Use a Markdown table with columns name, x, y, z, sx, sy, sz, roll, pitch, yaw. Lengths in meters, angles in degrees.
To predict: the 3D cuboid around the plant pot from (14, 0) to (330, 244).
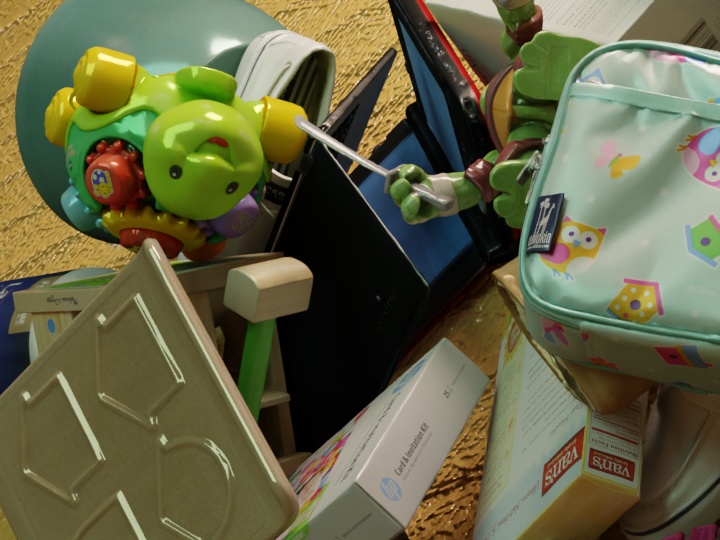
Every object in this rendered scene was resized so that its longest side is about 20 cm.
| name | x | y | z | sx | sy | sz | roll | pitch | yaw |
| --- | --- | --- | --- | --- | --- | --- | --- | --- | --- |
| plant pot | -0.116 | -0.104 | 1.533 | 0.161 | 0.201 | 0.201 | 17 | 71 | 55 |

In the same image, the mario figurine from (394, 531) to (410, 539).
| name | x | y | z | sx | sy | sz | roll | pitch | yaw |
| --- | --- | --- | --- | --- | --- | --- | --- | --- | --- |
| mario figurine | 0.009 | 0.201 | 1.154 | 0.200 | 0.106 | 0.124 | -122 | 38 | -64 |

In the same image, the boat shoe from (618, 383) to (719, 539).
| name | x | y | z | sx | sy | sz | roll | pitch | yaw |
| --- | --- | --- | --- | --- | --- | --- | --- | --- | --- |
| boat shoe | 0.182 | 0.048 | 1.140 | 0.200 | 0.070 | 0.071 | -56 | 33 | -11 |

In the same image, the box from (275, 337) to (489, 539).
| name | x | y | z | sx | sy | sz | roll | pitch | yaw |
| --- | --- | --- | --- | --- | --- | --- | --- | --- | --- |
| box | -0.025 | 0.141 | 1.233 | 0.200 | 0.041 | 0.156 | -42 | 7 | 34 |

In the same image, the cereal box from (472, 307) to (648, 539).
| name | x | y | z | sx | sy | sz | roll | pitch | yaw |
| --- | --- | --- | --- | --- | --- | --- | --- | --- | --- |
| cereal box | 0.111 | 0.065 | 1.186 | 0.144 | 0.040 | 0.200 | 125 | 160 | -51 |

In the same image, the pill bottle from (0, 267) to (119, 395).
| name | x | y | z | sx | sy | sz | roll | pitch | yaw |
| --- | --- | --- | --- | --- | --- | --- | --- | --- | --- |
| pill bottle | -0.208 | 0.058 | 1.560 | 0.200 | 0.116 | 0.116 | -9 | 50 | 46 |

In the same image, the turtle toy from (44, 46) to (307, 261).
| name | x | y | z | sx | sy | sz | roll | pitch | yaw |
| --- | --- | --- | --- | --- | --- | --- | --- | --- | --- |
| turtle toy | -0.110 | -0.063 | 1.306 | 0.200 | 0.146 | 0.101 | 146 | 137 | -66 |

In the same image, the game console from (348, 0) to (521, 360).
| name | x | y | z | sx | sy | sz | roll | pitch | yaw |
| --- | --- | --- | --- | --- | --- | --- | --- | --- | --- |
| game console | 0.018 | -0.066 | 1.419 | 0.119 | 0.172 | 0.200 | -20 | 35 | -4 |

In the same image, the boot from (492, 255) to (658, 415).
| name | x | y | z | sx | sy | sz | roll | pitch | yaw |
| --- | --- | --- | --- | --- | --- | --- | --- | --- | --- |
| boot | 0.193 | 0.014 | 1.083 | 0.200 | 0.066 | 0.175 | -32 | 52 | -8 |

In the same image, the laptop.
| name | x | y | z | sx | sy | sz | roll | pitch | yaw |
| --- | --- | --- | --- | --- | --- | --- | --- | --- | --- |
| laptop | 0.000 | 0.000 | 1.375 | 0.200 | 0.116 | 0.187 | -53 | -10 | -51 |

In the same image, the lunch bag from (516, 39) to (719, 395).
| name | x | y | z | sx | sy | sz | roll | pitch | yaw |
| --- | --- | --- | --- | --- | --- | --- | --- | --- | --- |
| lunch bag | 0.173 | -0.026 | 1.026 | 0.200 | 0.077 | 0.160 | 11 | 71 | 17 |

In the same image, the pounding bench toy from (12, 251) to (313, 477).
| name | x | y | z | sx | sy | sz | roll | pitch | yaw |
| --- | --- | --- | --- | --- | --- | --- | --- | --- | --- |
| pounding bench toy | -0.097 | 0.076 | 1.329 | 0.200 | 0.124 | 0.156 | -4 | 96 | 53 |

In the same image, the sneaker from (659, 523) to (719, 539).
| name | x | y | z | sx | sy | sz | roll | pitch | yaw |
| --- | --- | --- | --- | --- | --- | --- | --- | --- | --- |
| sneaker | 0.145 | 0.177 | 1.056 | 0.200 | 0.088 | 0.081 | -11 | 7 | 24 |

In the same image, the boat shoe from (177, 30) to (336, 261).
| name | x | y | z | sx | sy | sz | roll | pitch | yaw |
| --- | --- | --- | --- | --- | --- | --- | --- | --- | --- |
| boat shoe | -0.067 | -0.059 | 1.433 | 0.067 | 0.074 | 0.200 | 15 | 94 | 58 |

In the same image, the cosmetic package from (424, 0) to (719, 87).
| name | x | y | z | sx | sy | sz | roll | pitch | yaw |
| --- | --- | --- | --- | --- | --- | --- | --- | --- | --- |
| cosmetic package | 0.142 | -0.138 | 1.334 | 0.081 | 0.113 | 0.200 | -48 | 30 | -14 |

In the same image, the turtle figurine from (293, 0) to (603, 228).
| name | x | y | z | sx | sy | sz | roll | pitch | yaw |
| --- | --- | --- | --- | --- | --- | --- | --- | --- | --- |
| turtle figurine | 0.054 | -0.095 | 1.197 | 0.144 | 0.200 | 0.194 | -47 | 15 | 1 |

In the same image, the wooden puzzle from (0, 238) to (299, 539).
| name | x | y | z | sx | sy | sz | roll | pitch | yaw |
| --- | --- | --- | --- | --- | --- | --- | --- | --- | --- |
| wooden puzzle | -0.123 | 0.111 | 1.231 | 0.200 | 0.046 | 0.185 | -47 | 60 | 30 |
